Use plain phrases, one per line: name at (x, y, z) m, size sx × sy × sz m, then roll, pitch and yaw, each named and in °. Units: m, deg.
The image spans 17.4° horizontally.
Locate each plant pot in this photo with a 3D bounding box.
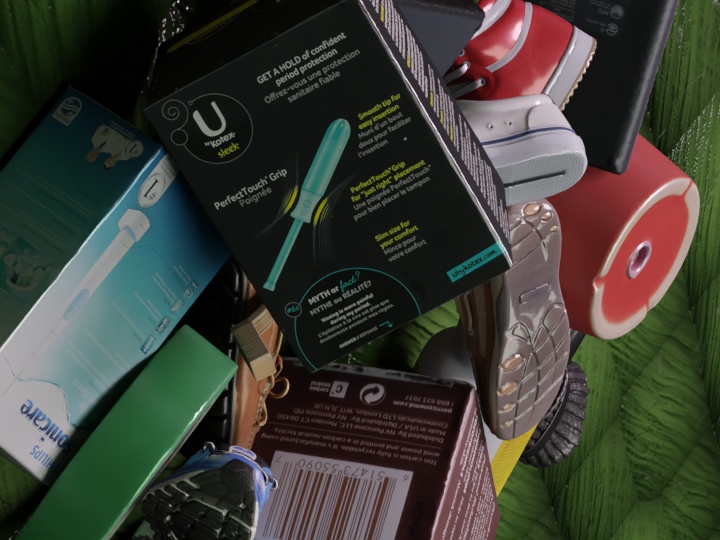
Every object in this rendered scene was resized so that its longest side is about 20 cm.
plant pot at (0.153, -0.048, 1.841) m, size 0.200 × 0.177 × 0.201 m, roll -38°, pitch 146°, yaw -32°

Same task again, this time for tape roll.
tape roll at (-0.158, 0.129, 1.554) m, size 0.201 × 0.048 × 0.200 m, roll -52°, pitch 180°, yaw 0°

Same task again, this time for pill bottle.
pill bottle at (0.086, 0.117, 1.932) m, size 0.112 × 0.112 × 0.200 m, roll -21°, pitch 145°, yaw -49°

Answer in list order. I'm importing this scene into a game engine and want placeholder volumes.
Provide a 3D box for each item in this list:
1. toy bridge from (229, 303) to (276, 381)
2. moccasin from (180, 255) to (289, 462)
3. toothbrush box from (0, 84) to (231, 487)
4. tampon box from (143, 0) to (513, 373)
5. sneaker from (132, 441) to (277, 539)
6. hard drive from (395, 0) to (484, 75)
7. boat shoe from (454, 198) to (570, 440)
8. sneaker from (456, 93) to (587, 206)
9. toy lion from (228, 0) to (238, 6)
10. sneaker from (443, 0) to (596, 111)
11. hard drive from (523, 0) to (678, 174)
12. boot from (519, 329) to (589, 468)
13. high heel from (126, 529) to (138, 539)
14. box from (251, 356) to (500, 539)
toy bridge at (0.000, 0.000, 1.620) m, size 0.200 × 0.067 × 0.027 m, roll -29°, pitch 145°, yaw -5°
moccasin at (-0.086, 0.063, 1.684) m, size 0.078 × 0.074 × 0.202 m, roll -13°, pitch 119°, yaw -41°
toothbrush box at (-0.185, 0.013, 1.450) m, size 0.200 × 0.085 × 0.146 m, roll -54°, pitch 153°, yaw -10°
tampon box at (-0.017, -0.073, 1.449) m, size 0.149 × 0.126 × 0.200 m, roll -27°, pitch 111°, yaw 11°
sneaker at (-0.102, 0.150, 1.610) m, size 0.089 × 0.078 × 0.200 m, roll -59°, pitch -175°, yaw -22°
hard drive at (-0.013, -0.108, 1.578) m, size 0.200 × 0.033 × 0.139 m, roll -52°, pitch 156°, yaw 21°
boat shoe at (0.109, 0.029, 1.762) m, size 0.076 × 0.072 × 0.201 m, roll -15°, pitch 117°, yaw -35°
sneaker at (0.052, -0.074, 1.595) m, size 0.199 × 0.071 × 0.073 m, roll -9°, pitch 141°, yaw -19°
toy lion at (-0.008, -0.187, 1.576) m, size 0.192 × 0.069 × 0.200 m, roll -58°, pitch 153°, yaw 14°
sneaker at (0.072, -0.107, 1.668) m, size 0.200 × 0.112 × 0.071 m, roll -60°, pitch -169°, yaw -7°
hard drive at (0.156, -0.185, 1.728) m, size 0.033 × 0.139 × 0.201 m, roll -34°, pitch 141°, yaw -70°
boot at (0.168, 0.080, 2.089) m, size 0.158 × 0.079 × 0.211 m, roll 13°, pitch 117°, yaw -54°
high heel at (-0.179, 0.260, 1.744) m, size 0.143 × 0.071 × 0.200 m, roll -50°, pitch 159°, yaw 13°
box at (0.003, 0.194, 1.798) m, size 0.200 × 0.165 × 0.165 m, roll 76°, pitch 26°, yaw -54°
